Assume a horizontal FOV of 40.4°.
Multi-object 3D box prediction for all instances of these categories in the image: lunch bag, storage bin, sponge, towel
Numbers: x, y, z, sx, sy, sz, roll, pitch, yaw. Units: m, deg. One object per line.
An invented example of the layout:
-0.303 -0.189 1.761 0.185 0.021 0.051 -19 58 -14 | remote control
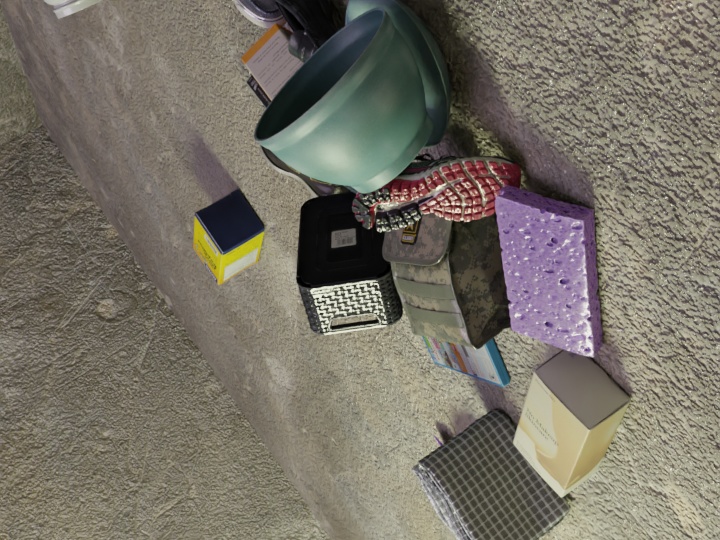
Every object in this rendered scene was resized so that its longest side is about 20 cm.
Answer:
0.110 -0.017 1.243 0.164 0.117 0.202 8 120 62 | lunch bag
-0.015 -0.016 1.399 0.201 0.134 0.094 -90 -10 -49 | storage bin
0.214 0.003 1.105 0.111 0.030 0.201 19 137 36 | sponge
0.197 0.328 1.451 0.201 0.165 0.086 54 154 13 | towel

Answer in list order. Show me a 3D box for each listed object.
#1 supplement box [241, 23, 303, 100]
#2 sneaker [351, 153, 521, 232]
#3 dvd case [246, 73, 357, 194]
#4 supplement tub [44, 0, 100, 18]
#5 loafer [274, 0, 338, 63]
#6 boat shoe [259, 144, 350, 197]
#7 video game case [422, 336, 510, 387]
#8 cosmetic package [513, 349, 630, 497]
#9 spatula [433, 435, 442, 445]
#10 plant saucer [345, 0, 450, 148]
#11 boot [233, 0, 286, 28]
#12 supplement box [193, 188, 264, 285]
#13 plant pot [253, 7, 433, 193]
-0.058 -0.224 1.326 0.201 0.073 0.126 54 -164 15 | supplement box
0.087 -0.105 1.129 0.198 0.075 0.081 -5 130 21 | sneaker
-0.075 -0.195 1.422 0.146 0.022 0.200 29 -162 -52 | dvd case
-0.622 -0.646 2.043 0.145 0.145 0.201 20 136 60 | supplement tub
-0.057 -0.285 1.248 0.068 0.070 0.202 80 170 -60 | loafer
-0.088 -0.178 1.554 0.201 0.071 0.061 39 149 28 | boat shoe
0.139 0.092 1.467 0.200 0.018 0.144 12 130 64 | video game case
0.261 0.193 1.238 0.105 0.071 0.201 48 157 29 | cosmetic package
0.183 0.325 1.678 0.199 0.021 0.057 11 138 59 | spatula
0.054 -0.245 1.163 0.201 0.039 0.202 48 156 29 | plant saucer
-0.163 -0.434 1.357 0.201 0.072 0.090 55 165 13 | boot
-0.286 -0.070 2.111 0.110 0.108 0.200 54 159 11 | supplement box
-0.003 -0.173 1.098 0.134 0.201 0.200 44 165 -21 | plant pot
